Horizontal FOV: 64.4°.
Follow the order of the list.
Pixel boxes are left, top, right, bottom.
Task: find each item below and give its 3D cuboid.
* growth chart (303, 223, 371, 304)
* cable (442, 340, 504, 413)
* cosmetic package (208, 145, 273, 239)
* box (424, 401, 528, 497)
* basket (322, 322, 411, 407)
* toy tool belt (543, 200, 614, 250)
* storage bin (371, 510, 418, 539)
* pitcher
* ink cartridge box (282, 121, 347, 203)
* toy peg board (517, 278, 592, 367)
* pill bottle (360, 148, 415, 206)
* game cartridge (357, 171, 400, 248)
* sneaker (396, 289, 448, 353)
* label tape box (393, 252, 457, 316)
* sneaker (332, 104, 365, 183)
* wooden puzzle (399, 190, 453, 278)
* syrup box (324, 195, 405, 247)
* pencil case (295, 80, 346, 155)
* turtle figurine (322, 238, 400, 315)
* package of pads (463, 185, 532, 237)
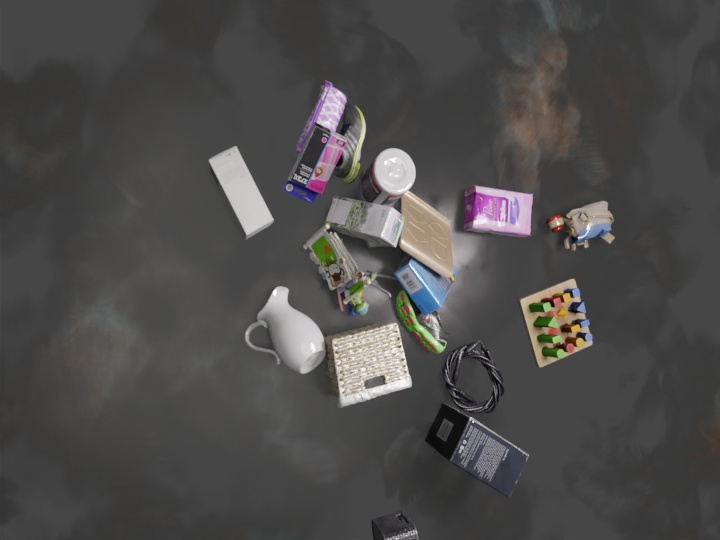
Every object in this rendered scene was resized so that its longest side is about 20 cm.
[{"bbox_3d":[-0.063,-0.014,1.426,0.018,0.145,0.202,-27,76,-43],"label":"growth chart"},{"bbox_3d":[0.317,0.311,1.595,0.159,0.051,0.206,-25,94,-14],"label":"cable"},{"bbox_3d":[-0.299,-0.192,1.435,0.083,0.107,0.205,-27,92,-14],"label":"cosmetic package"},{"bbox_3d":[0.300,0.466,1.506,0.193,0.200,0.127,31,82,-10],"label":"box"},{"bbox_3d":[0.004,0.233,1.444,0.191,0.200,0.167,-12,88,-14],"label":"basket"},{"bbox_3d":[0.645,-0.117,1.666,0.193,0.125,0.127,-17,83,-14],"label":"toy tool belt"},{"bbox_3d":[0.097,0.749,1.472,0.090,0.135,0.208,-8,89,-14],"label":"storage bin"},{"bbox_3d":[-0.190,0.171,1.423,0.172,0.121,0.201,-45,64,5],"label":"pitcher"},{"bbox_3d":[-0.118,-0.266,1.461,0.092,0.038,0.203,19,118,-24],"label":"ink cartridge box"},{"bbox_3d":[0.584,0.152,1.648,0.193,0.098,0.207,-18,92,-14],"label":"toy peg board"},{"bbox_3d":[0.059,-0.220,1.441,0.106,0.200,0.115,2,80,-14],"label":"pill bottle"},{"bbox_3d":[0.056,-0.167,1.561,0.128,0.041,0.209,-4,88,-18],"label":"game cartridge"},{"bbox_3d":[0.169,0.132,1.564,0.084,0.076,0.202,-43,101,-30],"label":"sneaker"},{"bbox_3d":[0.181,0.006,1.550,0.145,0.065,0.201,52,33,-9],"label":"label tape box"},{"bbox_3d":[-0.038,-0.341,1.512,0.079,0.072,0.209,10,82,-45],"label":"sneaker"},{"bbox_3d":[0.169,-0.092,1.526,0.182,0.046,0.205,30,44,-24],"label":"wooden puzzle"},{"bbox_3d":[0.010,-0.127,1.462,0.081,0.195,0.081,28,80,-54],"label":"syrup box"},{"bbox_3d":[-0.103,-0.388,1.503,0.081,0.085,0.207,18,83,19],"label":"pencil case"},{"bbox_3d":[0.000,0.000,1.486,0.197,0.198,0.143,55,43,-1],"label":"turtle figurine"},{"bbox_3d":[0.393,-0.167,1.627,0.192,0.076,0.126,6,83,-14],"label":"package of pads"}]
